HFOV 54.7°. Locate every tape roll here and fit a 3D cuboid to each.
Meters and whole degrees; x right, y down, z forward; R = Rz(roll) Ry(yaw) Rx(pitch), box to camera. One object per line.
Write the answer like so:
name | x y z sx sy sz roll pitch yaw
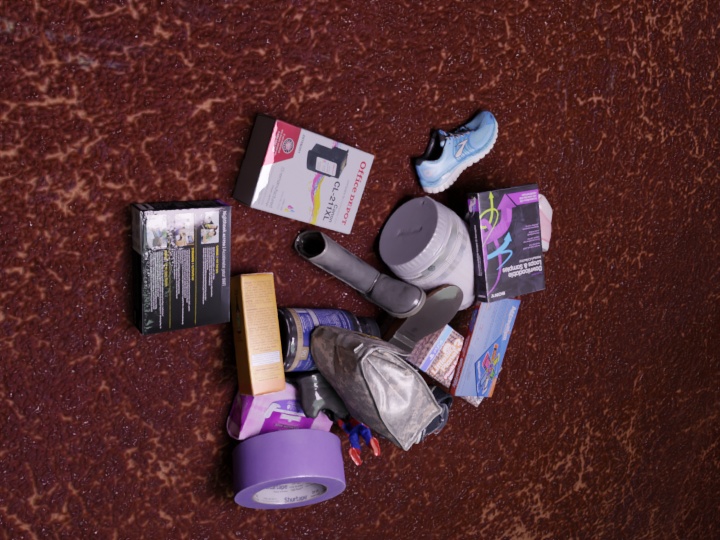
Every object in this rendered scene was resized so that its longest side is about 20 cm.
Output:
tape roll | -0.129 0.360 1.251 0.198 0.086 0.201 -7 148 -5

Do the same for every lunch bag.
lunch bag | 0.017 0.174 1.161 0.118 0.164 0.201 -44 120 -19

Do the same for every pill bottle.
pill bottle | -0.067 0.125 1.262 0.198 0.112 0.113 3 105 -34

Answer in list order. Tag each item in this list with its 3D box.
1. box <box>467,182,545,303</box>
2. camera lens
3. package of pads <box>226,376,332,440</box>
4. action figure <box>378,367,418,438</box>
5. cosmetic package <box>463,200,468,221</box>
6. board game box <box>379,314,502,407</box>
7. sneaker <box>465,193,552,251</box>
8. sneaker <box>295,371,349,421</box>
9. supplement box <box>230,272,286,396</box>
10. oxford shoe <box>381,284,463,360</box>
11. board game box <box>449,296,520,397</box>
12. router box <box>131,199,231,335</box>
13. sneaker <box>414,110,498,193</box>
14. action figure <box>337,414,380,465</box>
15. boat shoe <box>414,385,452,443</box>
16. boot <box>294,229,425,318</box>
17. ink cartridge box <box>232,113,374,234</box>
box | 0.270 -0.051 1.276 0.142 0.036 0.202 -12 101 -27
camera lens | 0.152 -0.027 1.323 0.199 0.160 0.161 33 87 -37
package of pads | -0.139 0.260 1.285 0.199 0.075 0.122 19 93 -37
action figure | 0.059 0.247 1.391 0.069 0.129 0.202 -59 149 -58
cosmetic package | 0.269 -0.040 1.446 0.106 0.090 0.202 -4 112 -31
board game box | 0.155 0.164 1.393 0.200 0.159 0.097 37 85 -36
sneaker | 0.292 -0.112 1.345 0.199 0.075 0.106 17 85 -27
sneaker | -0.030 0.228 1.276 0.198 0.076 0.092 2 79 -33
supplement box | -0.175 0.106 1.172 0.068 0.066 0.202 -7 89 -32
oxford shoe | 0.105 0.086 1.286 0.200 0.071 0.071 -42 114 17
board game box | 0.238 0.144 1.330 0.102 0.019 0.202 9 100 -34
router box | -0.284 -0.007 1.110 0.148 0.051 0.202 -7 110 -33
sneaker | 0.182 -0.240 1.323 0.200 0.078 0.090 -45 122 -12
action figure | -0.012 0.286 1.325 0.065 0.200 0.100 -22 94 -4
boat shoe | 0.148 0.295 1.429 0.200 0.062 0.075 -33 138 -68
boot | 0.000 0.002 1.230 0.200 0.181 0.073 44 67 -40
ink cartridge box | -0.092 -0.158 1.165 0.199 0.083 0.147 13 98 -35
